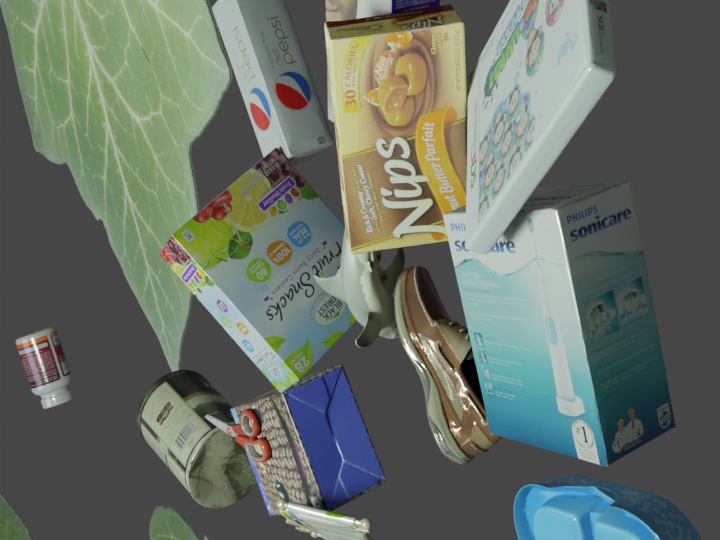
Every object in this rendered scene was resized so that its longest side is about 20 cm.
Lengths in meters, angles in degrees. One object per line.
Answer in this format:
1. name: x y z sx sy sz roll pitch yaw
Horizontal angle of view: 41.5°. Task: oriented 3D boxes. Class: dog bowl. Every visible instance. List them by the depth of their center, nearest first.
1. dog bowl: 0.218 0.240 0.832 0.199 0.049 0.114 0 107 60

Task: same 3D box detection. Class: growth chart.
1. growth chart: -0.034 0.325 1.194 0.142 0.018 0.201 10 157 18

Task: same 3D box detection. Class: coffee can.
1. coffee can: -0.262 0.273 1.559 0.199 0.144 0.149 31 132 48

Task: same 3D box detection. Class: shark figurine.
1. shark figurine: -0.009 -0.011 0.969 0.088 0.128 0.219 6 117 32

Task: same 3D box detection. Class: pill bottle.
1. pill bottle: -0.851 0.264 2.578 0.112 0.111 0.204 -11 97 60

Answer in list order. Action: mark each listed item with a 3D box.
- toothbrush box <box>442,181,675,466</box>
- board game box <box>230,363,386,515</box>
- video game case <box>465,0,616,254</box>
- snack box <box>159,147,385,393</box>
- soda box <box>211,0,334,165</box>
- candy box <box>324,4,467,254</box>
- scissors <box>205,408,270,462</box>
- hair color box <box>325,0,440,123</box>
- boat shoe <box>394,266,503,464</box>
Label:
1. toothbrush box: 0.159 0.038 0.775 0.146 0.084 0.204 2 109 60
2. board game box: -0.074 0.230 1.268 0.199 0.095 0.162 -29 82 60
3. video game case: 0.123 -0.142 0.693 0.201 0.023 0.185 119 160 -53
4. snack box: -0.088 -0.002 1.029 0.201 0.169 0.068 48 149 -4
5. soda box: -0.100 -0.222 1.079 0.068 0.063 0.204 -19 91 60
6. candy box: 0.035 -0.120 0.838 0.056 0.113 0.204 -102 6 -58
7. scissors: -0.175 0.231 1.323 0.199 0.014 0.075 -19 92 59
8. hair color box: 0.019 -0.224 0.880 0.109 0.064 0.204 36 134 46
9. boat shoe: 0.093 0.085 0.944 0.071 0.075 0.204 -28 72 27
